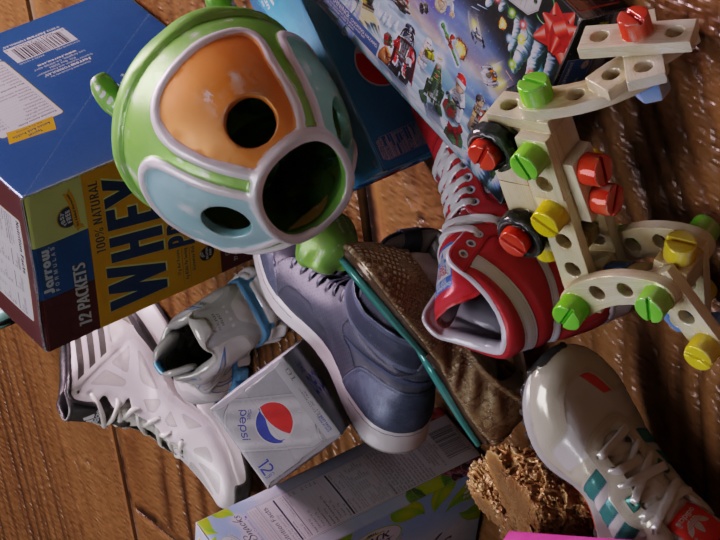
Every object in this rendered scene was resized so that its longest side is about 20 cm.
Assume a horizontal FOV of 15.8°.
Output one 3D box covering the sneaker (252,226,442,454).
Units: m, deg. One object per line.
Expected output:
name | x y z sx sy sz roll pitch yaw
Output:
sneaker | 0.002 0.000 1.707 0.202 0.077 0.146 54 147 32

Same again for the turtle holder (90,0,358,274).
turtle holder | -0.069 -0.064 1.564 0.132 0.141 0.186 39 142 39

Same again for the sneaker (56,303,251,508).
sneaker | -0.178 0.124 2.090 0.201 0.115 0.076 57 152 16

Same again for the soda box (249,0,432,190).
soda box | -0.017 -0.154 1.621 0.200 0.064 0.068 65 153 1

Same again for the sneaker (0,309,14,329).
sneaker | -0.308 -0.036 2.253 0.200 0.078 0.140 -39 75 53

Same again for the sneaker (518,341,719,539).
sneaker | 0.167 0.126 1.504 0.093 0.070 0.200 11 134 53

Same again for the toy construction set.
toy construction set | 0.134 -0.046 1.389 0.131 0.092 0.200 12 124 37

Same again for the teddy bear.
teddy bear | 0.127 0.175 1.647 0.145 0.067 0.200 39 151 49

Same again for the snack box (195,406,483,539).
snack box | -0.017 0.202 1.767 0.068 0.200 0.169 47 148 32

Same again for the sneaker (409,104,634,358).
sneaker | 0.062 -0.034 1.521 0.200 0.112 0.071 52 150 25

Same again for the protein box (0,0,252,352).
protein box | -0.200 -0.078 1.868 0.200 0.198 0.135 39 144 42

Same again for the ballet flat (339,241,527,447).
ballet flat | 0.055 0.032 1.585 0.200 0.065 0.071 53 -178 -46

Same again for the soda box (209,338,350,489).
soda box | -0.047 0.094 1.772 0.068 0.063 0.200 54 -175 1

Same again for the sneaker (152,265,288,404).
sneaker | -0.126 0.060 1.978 0.075 0.087 0.200 58 154 11

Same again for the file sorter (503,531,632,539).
file sorter | 0.151 0.267 1.520 0.200 0.125 0.139 46 159 -18

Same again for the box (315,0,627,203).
box | 0.056 -0.154 1.483 0.200 0.040 0.137 49 136 30
